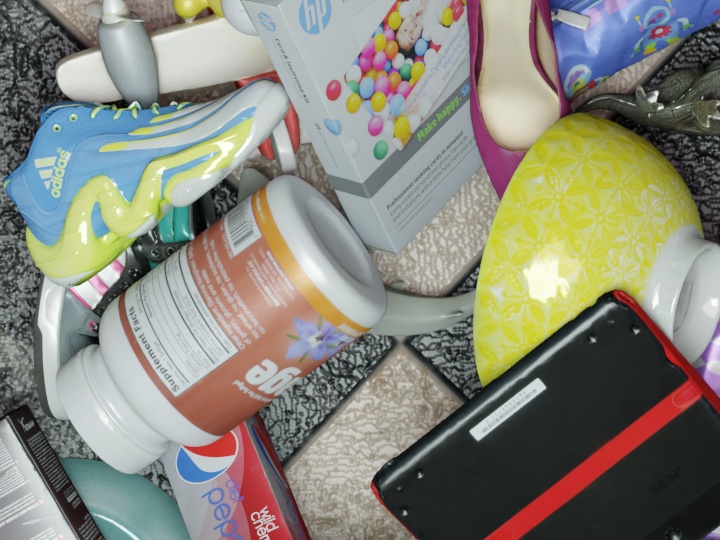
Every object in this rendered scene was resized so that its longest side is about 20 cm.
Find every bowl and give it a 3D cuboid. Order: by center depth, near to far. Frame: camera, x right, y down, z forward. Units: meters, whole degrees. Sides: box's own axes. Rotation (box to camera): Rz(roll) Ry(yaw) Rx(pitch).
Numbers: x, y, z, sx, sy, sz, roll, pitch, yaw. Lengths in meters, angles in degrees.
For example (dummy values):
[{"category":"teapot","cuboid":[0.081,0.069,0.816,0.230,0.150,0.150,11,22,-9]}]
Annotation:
[{"category":"bowl","cuboid":[0.166,0.008,1.588,0.107,0.200,0.201,15,94,29]}]

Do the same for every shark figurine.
[{"category":"shark figurine","cuboid":[0.016,0.016,1.662,0.213,0.090,0.129,10,101,0]}]

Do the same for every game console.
[{"category":"game console","cuboid":[0.132,0.127,1.556,0.200,0.031,0.177,-39,112,9]}]

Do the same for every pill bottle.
[{"category":"pill bottle","cuboid":[-0.090,0.039,1.592,0.200,0.112,0.112,-36,91,15]}]

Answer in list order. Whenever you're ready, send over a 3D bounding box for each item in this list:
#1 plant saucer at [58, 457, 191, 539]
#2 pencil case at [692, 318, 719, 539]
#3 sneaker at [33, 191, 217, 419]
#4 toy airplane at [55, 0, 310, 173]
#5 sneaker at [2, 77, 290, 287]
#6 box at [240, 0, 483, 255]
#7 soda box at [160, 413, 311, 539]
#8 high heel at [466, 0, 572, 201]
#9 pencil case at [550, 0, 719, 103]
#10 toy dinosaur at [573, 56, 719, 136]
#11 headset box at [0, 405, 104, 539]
[{"category":"plant saucer","cuboid":[-0.197,0.229,1.709,0.199,0.036,0.201,0,93,2]},{"category":"pencil case","cuboid":[0.240,0.084,1.658,0.085,0.084,0.201,13,94,21]},{"category":"sneaker","cuboid":[-0.143,0.006,1.675,0.120,0.084,0.201,9,92,11]},{"category":"toy airplane","cuboid":[-0.071,-0.158,1.629,0.199,0.141,0.201,31,88,-8]},{"category":"sneaker","cuboid":[-0.144,-0.079,1.586,0.200,0.076,0.105,-37,94,13]},{"category":"box","cuboid":[0.022,-0.136,1.595,0.156,0.041,0.200,-46,128,-27]},{"category":"soda box","cuboid":[-0.076,0.157,1.624,0.063,0.200,0.070,-29,136,3]},{"category":"high heel","cuboid":[0.093,-0.122,1.571,0.067,0.096,0.201,-8,97,11]},{"category":"pencil case","cuboid":[0.190,-0.183,1.647,0.199,0.087,0.078,-29,69,3]},{"category":"toy dinosaur","cuboid":[0.234,-0.116,1.648,0.200,0.102,0.077,-31,79,14]},{"category":"headset box","cuboid":[-0.236,0.213,1.646,0.148,0.075,0.201,-31,91,4]}]
